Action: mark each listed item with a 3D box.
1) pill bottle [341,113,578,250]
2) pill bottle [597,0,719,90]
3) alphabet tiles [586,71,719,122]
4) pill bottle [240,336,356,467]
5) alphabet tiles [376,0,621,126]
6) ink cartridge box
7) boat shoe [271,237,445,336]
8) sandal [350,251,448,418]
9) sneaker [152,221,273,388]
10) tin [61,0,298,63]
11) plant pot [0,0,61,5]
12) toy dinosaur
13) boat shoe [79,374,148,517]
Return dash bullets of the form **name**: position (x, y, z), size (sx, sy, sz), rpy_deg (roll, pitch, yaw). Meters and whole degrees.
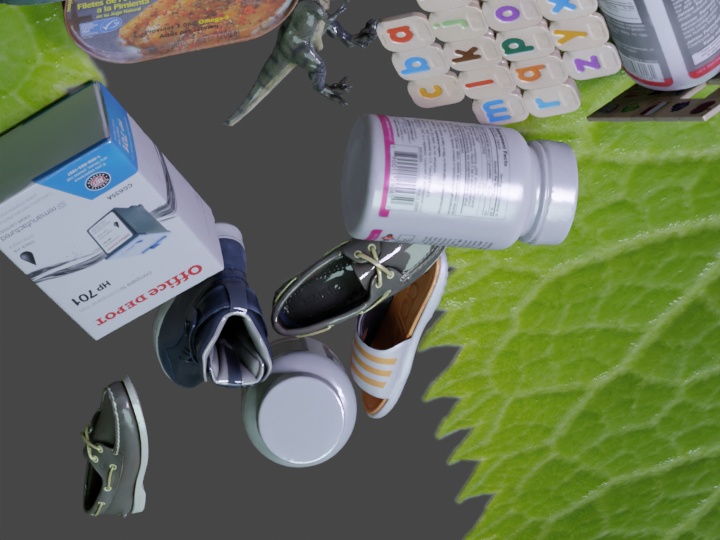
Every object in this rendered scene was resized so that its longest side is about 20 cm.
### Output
- **pill bottle**: position (0.090, -0.078, 1.727), size (0.198, 0.114, 0.114), rpy_deg (5, 133, -15)
- **pill bottle**: position (0.249, -0.258, 1.616), size (0.113, 0.114, 0.200), rpy_deg (-25, 138, 6)
- **alphabet tiles**: position (0.320, -0.182, 1.687), size (0.199, 0.167, 0.008), rpy_deg (-34, 109, -23)
- **pill bottle**: position (-0.060, 0.128, 1.825), size (0.109, 0.200, 0.112), rpy_deg (0, 95, -4)
- **alphabet tiles**: position (0.122, -0.198, 1.660), size (0.194, 0.015, 0.200), rpy_deg (-9, 143, 20)
- **ink cartridge box**: position (-0.233, -0.049, 1.672), size (0.146, 0.086, 0.200), rpy_deg (-29, 136, 10)
- **boat shoe**: position (0.002, 0.003, 1.809), size (0.201, 0.060, 0.072), rpy_deg (-31, 99, 14)
- **sandal**: position (0.024, 0.052, 1.889), size (0.059, 0.079, 0.208), rpy_deg (7, 123, -25)
- **sneaker**: position (-0.142, 0.077, 1.795), size (0.076, 0.147, 0.203), rpy_deg (-3, 137, -20)
- **tin**: position (-0.146, -0.232, 1.549), size (0.198, 0.042, 0.113), rpy_deg (-12, 141, -9)
- **plant pot**: position (-0.189, -0.290, 1.378), size (0.198, 0.200, 0.135), rpy_deg (-16, 111, -4)
- **toy dinosaur**: position (-0.039, -0.191, 1.630), size (0.087, 0.048, 0.201), rpy_deg (17, 129, -21)
- **boat shoe**: position (-0.251, 0.183, 1.917), size (0.060, 0.072, 0.203), rpy_deg (-11, 141, -17)
